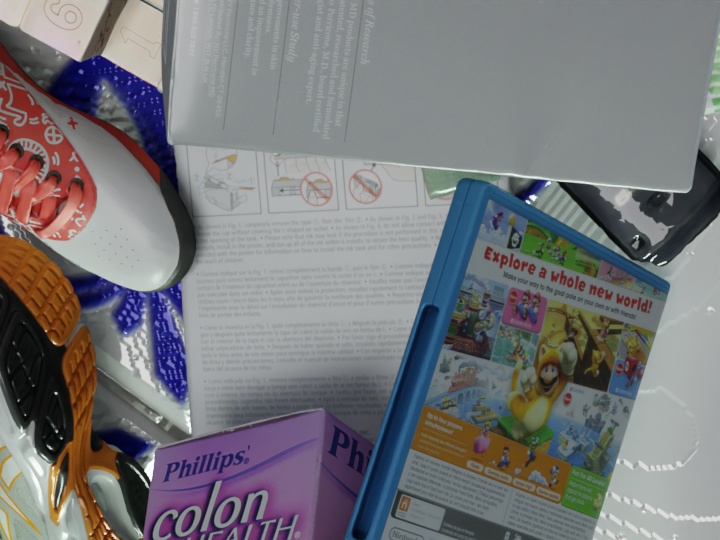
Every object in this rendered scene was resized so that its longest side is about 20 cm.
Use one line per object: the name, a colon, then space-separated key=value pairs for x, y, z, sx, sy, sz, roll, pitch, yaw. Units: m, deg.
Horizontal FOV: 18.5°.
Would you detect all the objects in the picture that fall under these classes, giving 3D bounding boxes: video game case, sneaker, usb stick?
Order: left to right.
sneaker: x=-0.169 y=-0.051 z=0.960 sx=0.201 sy=0.108 sz=0.067 roll=46 pitch=121 yaw=1
sneaker: x=-0.169 y=0.072 z=1.036 sx=0.091 sy=0.076 sz=0.201 roll=1 pitch=125 yaw=25
video game case: x=0.057 y=0.079 z=0.910 sx=0.018 sy=0.143 sz=0.202 roll=13 pitch=82 yaw=43
usb stick: x=0.073 y=-0.086 z=0.927 sx=0.055 sy=0.033 sz=0.200 roll=-44 pitch=98 yaw=-1

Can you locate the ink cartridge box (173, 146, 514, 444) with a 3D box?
ink cartridge box: x=0.000 y=0.000 z=0.995 sx=0.161 sy=0.057 sz=0.202 roll=-2 pitch=92 yaw=17

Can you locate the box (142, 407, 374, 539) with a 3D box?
box: x=-0.011 y=0.191 z=0.944 sx=0.096 sy=0.202 sz=0.176 roll=-16 pitch=144 yaw=32

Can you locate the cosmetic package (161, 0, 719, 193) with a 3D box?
cosmetic package: x=0.026 y=-0.089 z=0.821 sx=0.198 sy=0.107 sz=0.091 roll=2 pitch=109 yaw=-9

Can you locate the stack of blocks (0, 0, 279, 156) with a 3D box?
stack of blocks: x=-0.102 y=-0.124 z=0.911 sx=0.199 sy=0.115 sz=0.059 roll=30 pitch=105 yaw=1

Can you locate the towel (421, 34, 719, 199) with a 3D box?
towel: x=0.102 y=-0.126 z=0.883 sx=0.198 sy=0.023 sz=0.154 roll=-16 pitch=108 yaw=5
